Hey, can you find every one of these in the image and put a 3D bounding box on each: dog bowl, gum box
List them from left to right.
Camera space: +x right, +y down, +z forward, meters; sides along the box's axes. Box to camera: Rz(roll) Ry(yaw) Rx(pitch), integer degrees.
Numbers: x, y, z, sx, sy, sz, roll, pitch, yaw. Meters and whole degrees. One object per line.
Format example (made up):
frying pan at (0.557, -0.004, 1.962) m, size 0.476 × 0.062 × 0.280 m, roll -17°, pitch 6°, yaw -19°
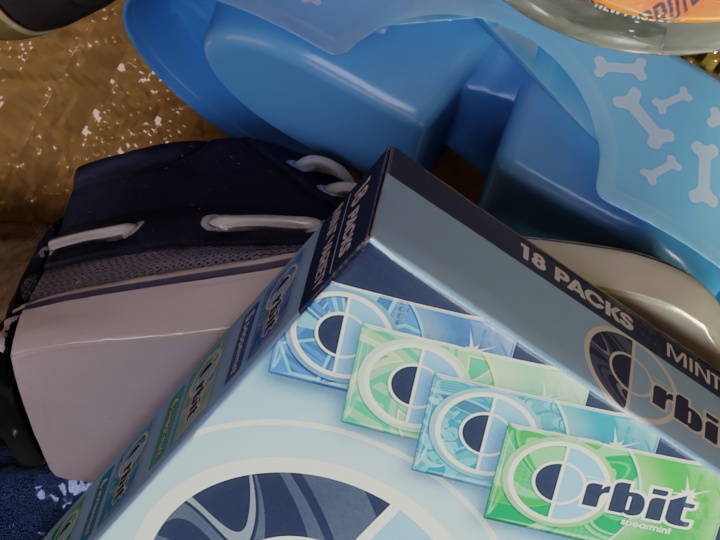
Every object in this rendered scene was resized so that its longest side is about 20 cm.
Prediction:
gum box at (0.016, 0.088, 0.717) m, size 0.170 × 0.045 × 0.200 m, roll 34°, pitch 122°, yaw -14°
dog bowl at (0.034, -0.042, 0.757) m, size 0.200 × 0.112 × 0.050 m, roll 29°, pitch 74°, yaw 4°

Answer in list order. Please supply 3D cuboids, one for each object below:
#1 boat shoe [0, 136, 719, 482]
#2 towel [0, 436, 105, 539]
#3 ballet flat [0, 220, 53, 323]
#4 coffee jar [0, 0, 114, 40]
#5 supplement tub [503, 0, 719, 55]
boat shoe at (0.000, 0.000, 0.748) m, size 0.199 × 0.093 × 0.075 m, roll -2°, pitch 132°, yaw 12°
towel at (-0.079, 0.136, 0.821) m, size 0.111 × 0.049 × 0.201 m, roll -2°, pitch 111°, yaw 28°
ballet flat at (-0.049, 0.030, 0.832) m, size 0.200 × 0.068 × 0.072 m, roll 40°, pitch 93°, yaw 16°
coffee jar at (-0.152, -0.102, 0.796) m, size 0.199 × 0.085 × 0.105 m, roll -14°, pitch 102°, yaw 24°
supplement tub at (0.066, -0.117, 0.641) m, size 0.122 × 0.200 × 0.123 m, roll 0°, pitch 102°, yaw 0°
